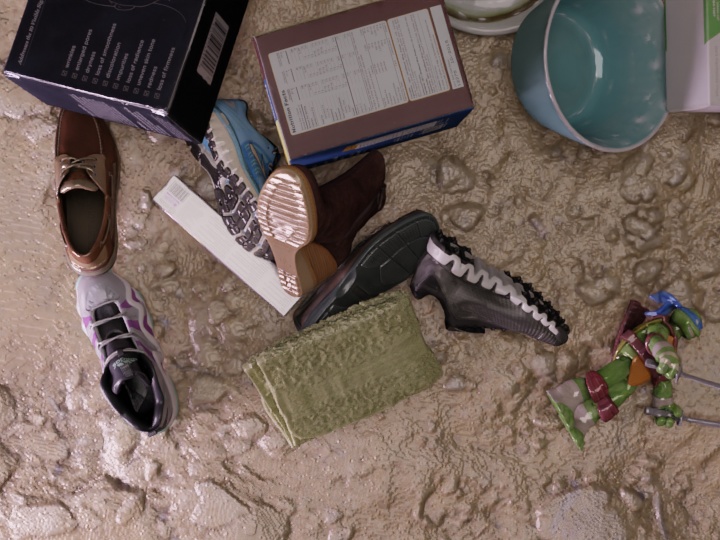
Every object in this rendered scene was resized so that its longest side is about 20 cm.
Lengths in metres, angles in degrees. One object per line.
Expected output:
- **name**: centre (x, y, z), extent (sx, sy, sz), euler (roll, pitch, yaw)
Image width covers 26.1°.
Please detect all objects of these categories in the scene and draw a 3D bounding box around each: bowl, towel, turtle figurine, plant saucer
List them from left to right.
- **towel**: centre (-0.018, 0.108, 1.725), extent (0.200, 0.037, 0.149), euler (-25, 127, 0)
- **plant saucer**: centre (0.147, -0.362, 1.726), extent (0.200, 0.050, 0.201), euler (-1, 121, -1)
- **bowl**: centre (0.244, -0.228, 1.705), extent (0.200, 0.105, 0.201), euler (-1, 92, -34)
- **turtle figurine**: centre (0.320, 0.140, 1.717), extent (0.194, 0.144, 0.200), euler (-31, 88, 2)

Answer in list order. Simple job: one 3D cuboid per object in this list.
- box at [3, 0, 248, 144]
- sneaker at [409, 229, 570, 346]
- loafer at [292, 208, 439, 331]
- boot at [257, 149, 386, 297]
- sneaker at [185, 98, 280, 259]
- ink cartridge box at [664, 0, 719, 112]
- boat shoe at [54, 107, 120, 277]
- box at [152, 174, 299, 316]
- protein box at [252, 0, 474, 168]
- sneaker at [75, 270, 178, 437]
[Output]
- **box**: centre (-0.244, -0.263, 1.663), extent (0.196, 0.124, 0.200), euler (16, 83, 15)
- **sneaker**: centre (0.140, 0.040, 1.749), extent (0.200, 0.066, 0.091), euler (32, 109, -13)
- **loafer**: centre (0.000, 0.000, 1.743), extent (0.200, 0.063, 0.072), euler (-45, 131, -3)
- **boot**: centre (-0.034, -0.081, 1.658), extent (0.072, 0.200, 0.166), euler (28, 57, 21)
- **sneaker**: centre (-0.116, -0.109, 1.720), extent (0.090, 0.078, 0.200), euler (-20, 81, -34)
- **ink cartridge box**: centre (0.439, -0.248, 1.710), extent (0.200, 0.084, 0.146), euler (-3, 92, -24)
- **boat shoe**: centre (-0.302, -0.096, 1.714), extent (0.076, 0.072, 0.200), euler (-10, 78, -2)
- **box**: centre (-0.147, -0.028, 1.747), extent (0.200, 0.039, 0.041), euler (41, 90, -2)
- **protein box**: centre (0.001, -0.200, 1.670), extent (0.200, 0.199, 0.135), euler (-16, 90, -2)
- **sneaker**: centre (-0.257, 0.089, 1.694), extent (0.078, 0.140, 0.200), euler (-28, 92, -1)
